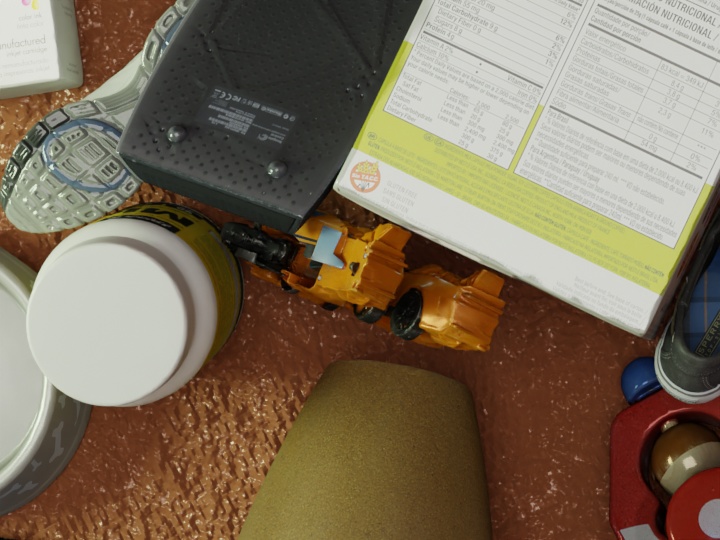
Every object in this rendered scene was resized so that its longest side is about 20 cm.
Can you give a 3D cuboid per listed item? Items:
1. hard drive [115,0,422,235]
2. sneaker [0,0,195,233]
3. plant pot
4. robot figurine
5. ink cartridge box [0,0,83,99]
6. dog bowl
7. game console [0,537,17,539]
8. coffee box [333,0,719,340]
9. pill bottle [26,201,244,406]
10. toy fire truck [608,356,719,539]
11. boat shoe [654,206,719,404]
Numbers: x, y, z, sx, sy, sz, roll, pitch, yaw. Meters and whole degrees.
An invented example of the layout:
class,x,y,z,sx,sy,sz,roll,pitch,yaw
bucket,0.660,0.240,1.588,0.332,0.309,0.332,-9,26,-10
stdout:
class,x,y,z,sx,sy,sz,roll,pitch,yaw
hard drive,-0.048,-0.114,1.550,0.134,0.042,0.201,19,57,13
sneaker,-0.143,-0.094,1.643,0.200,0.087,0.075,-40,91,-2
plant pot,0.005,0.163,1.593,0.185,0.186,0.201,8,76,7
robot figurine,0.000,0.000,1.571,0.145,0.200,0.058,26,87,-28
ink cartridge box,-0.251,-0.211,1.670,0.116,0.067,0.201,-8,88,7
dog bowl,-0.274,0.068,1.674,0.199,0.059,0.201,0,89,7
game console,-0.234,0.273,1.633,0.170,0.118,0.201,9,90,-3
coffee box,0.125,-0.089,1.556,0.199,0.200,0.199,25,91,7
pill bottle,-0.137,0.021,1.582,0.114,0.200,0.115,0,96,4
toy fire truck,0.241,0.107,1.598,0.199,0.112,0.168,-30,60,7
boat shoe,0.237,-0.014,1.577,0.070,0.066,0.200,31,69,10
